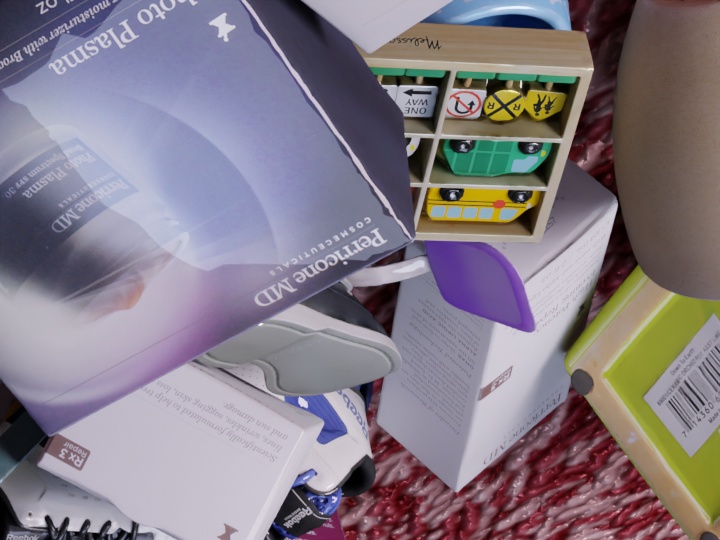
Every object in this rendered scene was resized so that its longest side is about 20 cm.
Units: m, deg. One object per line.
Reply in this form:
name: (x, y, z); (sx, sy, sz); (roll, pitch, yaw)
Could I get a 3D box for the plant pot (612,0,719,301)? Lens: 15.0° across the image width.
plant pot: (0.206, -0.098, 1.353); (0.199, 0.201, 0.135); (-23, 115, 6)

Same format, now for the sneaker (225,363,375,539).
sneaker: (-0.059, 0.088, 1.528); (0.199, 0.116, 0.081); (17, 133, -38)

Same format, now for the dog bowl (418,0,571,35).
dog bowl: (0.028, -0.092, 1.369); (0.111, 0.050, 0.200); (13, 135, -40)

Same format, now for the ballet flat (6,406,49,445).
ballet flat: (-0.229, 0.145, 1.574); (0.200, 0.073, 0.073); (-37, 144, 26)

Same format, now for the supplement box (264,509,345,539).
supplement box: (-0.080, 0.190, 1.594); (0.103, 0.201, 0.131); (13, 136, -39)

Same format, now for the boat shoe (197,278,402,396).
boat shoe: (-0.034, 0.020, 1.389); (0.075, 0.061, 0.200); (-20, 162, 12)

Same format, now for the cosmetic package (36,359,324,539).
cosmetic package: (-0.086, 0.087, 1.375); (0.081, 0.112, 0.200); (-62, 179, -2)

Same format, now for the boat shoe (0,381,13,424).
boat shoe: (-0.197, 0.020, 1.371); (0.064, 0.071, 0.201); (23, 102, -37)

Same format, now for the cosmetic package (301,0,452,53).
cosmetic package: (0.017, -0.219, 1.106); (0.199, 0.123, 0.200); (-31, 147, 19)

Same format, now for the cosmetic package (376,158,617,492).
cosmetic package: (0.074, 0.026, 1.517); (0.102, 0.074, 0.200); (-39, 156, -26)

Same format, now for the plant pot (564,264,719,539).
plant pot: (0.242, 0.048, 1.506); (0.181, 0.199, 0.200); (-15, 151, -45)

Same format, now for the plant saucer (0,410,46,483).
plant saucer: (-0.169, 0.083, 1.376); (0.070, 0.019, 0.200); (-45, -178, 24)

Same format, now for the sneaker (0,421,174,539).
sneaker: (-0.155, 0.140, 1.484); (0.199, 0.080, 0.074); (14, 112, 1)

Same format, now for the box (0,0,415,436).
box: (-0.109, -0.067, 1.201); (0.199, 0.123, 0.199); (-28, 121, 15)

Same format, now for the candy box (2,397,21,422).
candy box: (-0.149, 0.028, 1.426); (0.026, 0.102, 0.200); (46, 119, -7)

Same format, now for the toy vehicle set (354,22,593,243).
toy vehicle set: (0.002, -0.067, 1.321); (0.199, 0.027, 0.125); (2, 138, -10)

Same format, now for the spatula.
spatula: (0.000, 0.000, 1.428); (0.199, 0.021, 0.057); (4, 133, 28)
